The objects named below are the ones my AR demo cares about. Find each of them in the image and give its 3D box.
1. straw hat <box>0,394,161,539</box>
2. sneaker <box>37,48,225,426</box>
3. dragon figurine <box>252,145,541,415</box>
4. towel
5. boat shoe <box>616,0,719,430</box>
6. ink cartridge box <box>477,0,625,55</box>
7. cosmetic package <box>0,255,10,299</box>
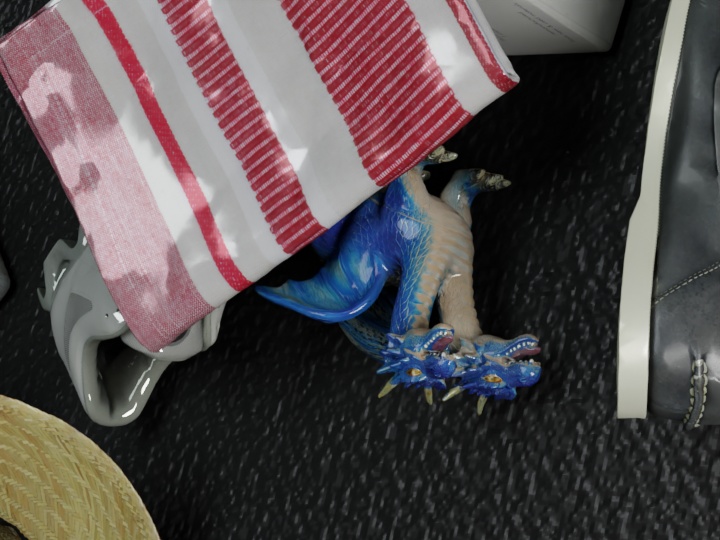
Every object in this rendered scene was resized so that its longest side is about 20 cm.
[{"bbox_3d":[-0.169,0.145,1.256,0.202,0.200,0.085,-61,-2,4],"label":"straw hat"},{"bbox_3d":[-0.073,-0.012,1.233,0.200,0.074,0.089,119,146,-43],"label":"sneaker"},{"bbox_3d":[0.000,0.000,1.169,0.200,0.059,0.100,10,78,51],"label":"dragon figurine"},{"bbox_3d":[-0.047,-0.078,1.149,0.200,0.023,0.145,-35,77,29],"label":"towel"},{"bbox_3d":[0.132,-0.036,1.049,0.067,0.072,0.201,4,61,11],"label":"boat shoe"},{"bbox_3d":[0.027,-0.151,1.213,0.199,0.067,0.117,3,72,50],"label":"ink cartridge box"},{"bbox_3d":[-0.300,-0.025,1.441,0.167,0.166,0.200,-48,42,19],"label":"cosmetic package"}]
